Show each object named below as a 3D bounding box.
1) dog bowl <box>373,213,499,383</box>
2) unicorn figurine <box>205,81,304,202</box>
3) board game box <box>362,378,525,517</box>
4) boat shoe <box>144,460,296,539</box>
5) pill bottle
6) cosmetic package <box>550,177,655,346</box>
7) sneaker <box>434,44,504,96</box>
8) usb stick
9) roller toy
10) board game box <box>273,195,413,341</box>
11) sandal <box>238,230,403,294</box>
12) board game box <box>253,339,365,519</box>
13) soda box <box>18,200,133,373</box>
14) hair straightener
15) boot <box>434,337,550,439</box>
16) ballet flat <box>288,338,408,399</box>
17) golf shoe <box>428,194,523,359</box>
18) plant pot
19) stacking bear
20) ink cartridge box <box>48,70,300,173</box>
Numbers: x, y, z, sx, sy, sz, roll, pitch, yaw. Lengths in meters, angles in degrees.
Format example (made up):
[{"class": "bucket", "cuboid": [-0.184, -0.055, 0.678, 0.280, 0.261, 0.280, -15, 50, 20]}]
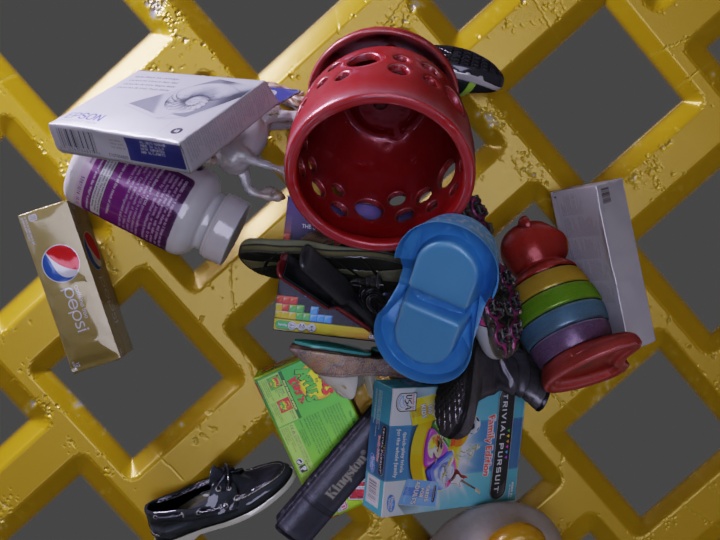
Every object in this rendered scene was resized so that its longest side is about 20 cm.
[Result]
[{"class": "dog bowl", "cuboid": [0.084, 0.028, 0.916, 0.111, 0.050, 0.201, 22, 123, 11]}, {"class": "unicorn figurine", "cuboid": [-0.130, -0.149, 1.012, 0.137, 0.074, 0.200, 32, 49, -6]}, {"class": "board game box", "cuboid": [0.105, 0.207, 1.035, 0.199, 0.047, 0.152, 2, 96, -30]}, {"class": "boat shoe", "cuboid": [-0.180, 0.276, 1.068, 0.198, 0.075, 0.066, -24, 107, 11]}, {"class": "pill bottle", "cuboid": [-0.236, -0.087, 1.015, 0.199, 0.112, 0.113, 27, 94, -3]}, {"class": "cosmetic package", "cuboid": [0.295, -0.006, 1.042, 0.050, 0.082, 0.201, -16, 97, -29]}, {"class": "sneaker", "cuboid": [0.072, -0.226, 1.043, 0.199, 0.072, 0.083, 6, 123, -2]}, {"class": "usb stick", "cuboid": [-0.025, 0.248, 1.040, 0.055, 0.033, 0.200, 40, 92, -8]}, {"class": "roller toy", "cuboid": [0.173, 0.385, 1.025, 0.182, 0.140, 0.200, 35, 107, -25]}, {"class": "board game box", "cuboid": [0.000, 0.000, 1.055, 0.199, 0.057, 0.166, 6, 96, -2]}, {"class": "sandal", "cuboid": [-0.041, -0.021, 0.992, 0.200, 0.080, 0.058, 10, 57, 5]}, {"class": "board game box", "cuboid": [-0.046, 0.201, 1.076, 0.101, 0.048, 0.201, -24, 95, 0]}, {"class": "soda box", "cuboid": [-0.344, 0.018, 1.045, 0.064, 0.068, 0.201, -18, 95, 0]}, {"class": "hair straightener", "cuboid": [-0.001, 0.036, 0.968, 0.077, 0.041, 0.200, -21, 129, 39]}, {"class": "boot", "cuboid": [0.162, 0.131, 0.992, 0.131, 0.201, 0.070, 29, 132, -10]}, {"class": "ballet flat", "cuboid": [0.006, 0.121, 1.029, 0.199, 0.068, 0.068, 6, 92, -26]}, {"class": "golf shoe", "cuboid": [0.122, 0.010, 0.988, 0.092, 0.072, 0.201, -26, 78, 41]}, {"class": "plant pot", "cuboid": [0.025, -0.150, 0.942, 0.199, 0.183, 0.201, 3, 130, 3]}, {"class": "stacking bear", "cuboid": [0.229, 0.031, 1.013, 0.113, 0.122, 0.201, -18, 65, -3]}, {"class": "ink cartridge box", "cuboid": [-0.199, -0.180, 0.936, 0.199, 0.200, 0.041, 11, 130, 30]}]
